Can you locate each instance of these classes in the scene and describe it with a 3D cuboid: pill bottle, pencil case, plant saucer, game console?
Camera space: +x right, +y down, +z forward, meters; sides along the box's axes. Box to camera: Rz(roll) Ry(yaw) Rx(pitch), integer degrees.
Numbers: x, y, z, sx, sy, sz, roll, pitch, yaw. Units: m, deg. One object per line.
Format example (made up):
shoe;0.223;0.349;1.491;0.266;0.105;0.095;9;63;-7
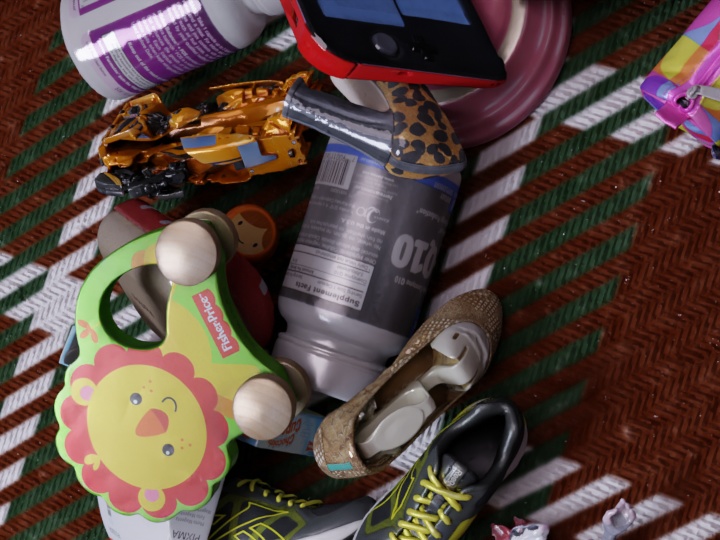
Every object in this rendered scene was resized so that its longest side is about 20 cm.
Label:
pill bottle;0.000;0.000;1.234;0.113;0.114;0.202;17;88;26
pencil case;0.293;-0.181;1.153;0.088;0.088;0.201;40;97;25
plant saucer;0.072;-0.203;1.275;0.198;0.051;0.203;-5;78;24
game console;0.010;-0.221;1.179;0.031;0.175;0.201;-55;46;44
pill bottle;-0.152;-0.232;1.348;0.198;0.112;0.114;-19;73;20

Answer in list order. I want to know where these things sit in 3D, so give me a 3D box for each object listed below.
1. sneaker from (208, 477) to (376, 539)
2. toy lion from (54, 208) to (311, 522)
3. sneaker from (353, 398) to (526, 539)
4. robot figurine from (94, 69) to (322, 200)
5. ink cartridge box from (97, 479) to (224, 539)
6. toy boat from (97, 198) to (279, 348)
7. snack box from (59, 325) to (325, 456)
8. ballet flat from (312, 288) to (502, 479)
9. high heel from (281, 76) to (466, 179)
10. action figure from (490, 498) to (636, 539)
sneaker;-0.077;0.203;1.253;0.198;0.074;0.086;-18;73;20
toy lion;-0.149;0.079;1.156;0.190;0.069;0.202;-24;96;14
sneaker;0.053;0.170;1.157;0.074;0.085;0.201;33;76;11
robot figurine;-0.132;-0.116;1.315;0.198;0.145;0.059;-6;121;15
ink cartridge box;-0.178;0.215;1.268;0.162;0.057;0.202;9;79;60
toy boat;-0.122;-0.006;1.271;0.130;0.131;0.200;-36;28;-13
snack box;-0.135;0.099;1.276;0.198;0.116;0.037;19;88;26
ballet flat;0.051;0.090;1.182;0.200;0.071;0.065;-44;22;-19
high heel;0.041;-0.150;1.198;0.141;0.072;0.201;24;50;8
action figure;0.158;0.264;1.141;0.133;0.150;0.201;-20;50;-11
